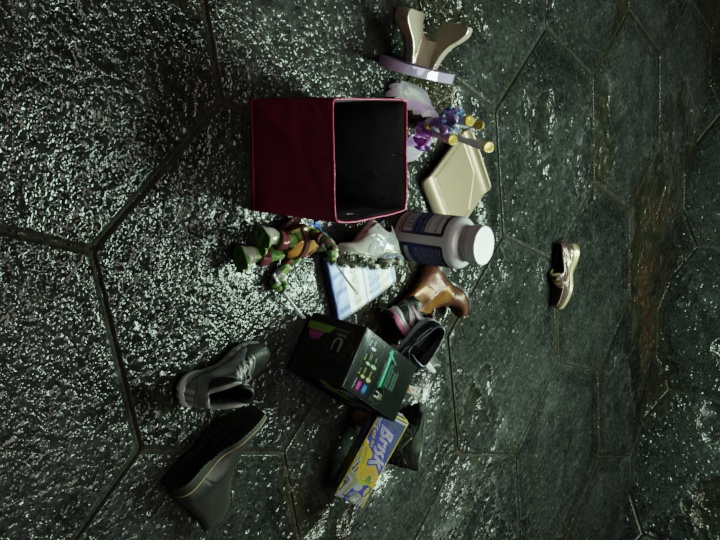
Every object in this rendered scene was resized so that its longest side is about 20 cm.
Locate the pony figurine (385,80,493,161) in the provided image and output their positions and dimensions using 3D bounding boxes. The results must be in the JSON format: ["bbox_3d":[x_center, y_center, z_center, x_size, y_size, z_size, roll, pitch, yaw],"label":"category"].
[{"bbox_3d":[0.152,-0.294,1.600,0.192,0.200,0.168,3,102,-35],"label":"pony figurine"}]

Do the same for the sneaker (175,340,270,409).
[{"bbox_3d":[-0.200,0.186,1.296,0.199,0.115,0.076,-28,118,-44],"label":"sneaker"}]

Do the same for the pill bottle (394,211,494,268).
[{"bbox_3d":[0.178,-0.063,1.640,0.111,0.199,0.112,-14,108,-48],"label":"pill bottle"}]

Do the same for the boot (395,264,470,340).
[{"bbox_3d":[0.164,0.095,1.760,0.200,0.068,0.189,-53,134,-29],"label":"boot"}]

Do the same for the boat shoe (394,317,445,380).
[{"bbox_3d":[0.104,0.189,1.592,0.072,0.068,0.200,42,85,-22],"label":"boat shoe"}]

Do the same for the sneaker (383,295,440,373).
[{"bbox_3d":[0.135,0.138,1.668,0.086,0.080,0.201,-38,127,-8],"label":"sneaker"}]

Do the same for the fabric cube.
[{"bbox_3d":[-0.054,-0.197,1.335,0.195,0.198,0.202,-14,108,-49],"label":"fabric cube"}]

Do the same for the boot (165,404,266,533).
[{"bbox_3d":[-0.231,0.342,1.335,0.200,0.077,0.139,-38,130,-24],"label":"boot"}]

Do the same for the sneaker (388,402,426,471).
[{"bbox_3d":[0.090,0.360,1.721,0.200,0.113,0.077,-71,167,-57],"label":"sneaker"}]

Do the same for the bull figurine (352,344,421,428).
[{"bbox_3d":[0.063,0.258,1.655,0.121,0.065,0.201,34,76,-7],"label":"bull figurine"}]

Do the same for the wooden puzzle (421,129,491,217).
[{"bbox_3d":[0.222,-0.200,1.802,0.200,0.037,0.186,-49,132,-27],"label":"wooden puzzle"}]

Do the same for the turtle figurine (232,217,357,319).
[{"bbox_3d":[-0.112,-0.007,1.347,0.193,0.143,0.202,2,92,-47],"label":"turtle figurine"}]

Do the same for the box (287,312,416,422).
[{"bbox_3d":[-0.013,0.189,1.499,0.200,0.148,0.125,41,68,-46],"label":"box"}]

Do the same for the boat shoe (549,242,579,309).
[{"bbox_3d":[0.585,0.014,2.268,0.071,0.072,0.202,6,104,-21],"label":"boat shoe"}]

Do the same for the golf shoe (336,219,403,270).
[{"bbox_3d":[0.007,-0.053,1.516,0.199,0.078,0.098,4,78,-56],"label":"golf shoe"}]

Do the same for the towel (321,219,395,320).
[{"bbox_3d":[0.000,0.000,1.576,0.200,0.024,0.148,-34,122,-41],"label":"towel"}]

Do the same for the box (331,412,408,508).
[{"bbox_3d":[0.018,0.376,1.582,0.070,0.064,0.201,28,92,-12],"label":"box"}]

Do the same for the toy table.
[{"bbox_3d":[0.128,-0.447,1.537,0.200,0.183,0.118,-17,127,-60],"label":"toy table"}]
